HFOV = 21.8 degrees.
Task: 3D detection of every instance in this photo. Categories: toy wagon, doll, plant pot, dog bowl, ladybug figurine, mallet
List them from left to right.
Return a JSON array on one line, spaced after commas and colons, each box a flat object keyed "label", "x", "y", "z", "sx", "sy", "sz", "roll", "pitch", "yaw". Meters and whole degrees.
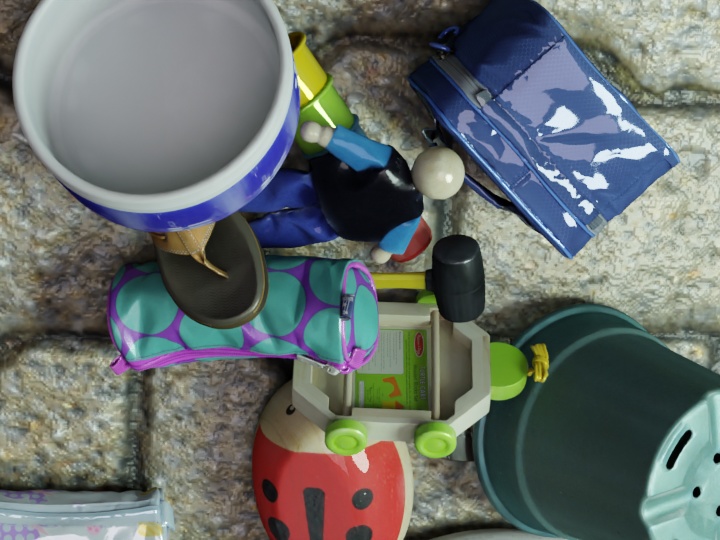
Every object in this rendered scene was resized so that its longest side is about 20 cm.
[{"label": "dog bowl", "x": -0.145, "y": -0.132, "z": 1.355, "sx": 0.199, "sy": 0.079, "sz": 0.201, "roll": -1, "pitch": 74, "yaw": 5}, {"label": "ladybug figurine", "x": -0.027, "y": 0.180, "z": 1.521, "sx": 0.135, "sy": 0.072, "sz": 0.200, "roll": 0, "pitch": 116, "yaw": 15}, {"label": "doll", "x": -0.016, "y": -0.060, "z": 1.418, "sx": 0.200, "sy": 0.049, "sz": 0.137, "roll": -8, "pitch": 127, "yaw": 24}, {"label": "mallet", "x": 0.000, "y": 0.000, "z": 1.470, "sx": 0.199, "sy": 0.041, "sz": 0.066, "roll": 5, "pitch": 128, "yaw": 3}, {"label": "toy wagon", "x": 0.047, "y": 0.080, "z": 1.468, "sx": 0.199, "sy": 0.155, "sz": 0.040, "roll": 2, "pitch": 136, "yaw": 0}, {"label": "plant pot", "x": 0.223, "y": 0.143, "z": 1.476, "sx": 0.200, "sy": 0.196, "sz": 0.201, "roll": -7, "pitch": 104, "yaw": -28}]

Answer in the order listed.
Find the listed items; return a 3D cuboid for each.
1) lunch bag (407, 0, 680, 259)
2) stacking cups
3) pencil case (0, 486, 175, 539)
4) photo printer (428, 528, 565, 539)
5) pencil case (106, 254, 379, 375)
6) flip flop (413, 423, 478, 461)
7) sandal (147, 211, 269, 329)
[{"label": "lunch bag", "x": 0.127, "y": -0.113, "z": 1.434, "sx": 0.132, "sy": 0.136, "sz": 0.200, "roll": -44, "pitch": 109, "yaw": 6}, {"label": "stacking cups", "x": -0.013, "y": -0.092, "z": 1.464, "sx": 0.060, "sy": 0.061, "sz": 0.200, "roll": -36, "pitch": 116, "yaw": 3}, {"label": "pencil case", "x": -0.252, "y": 0.213, "z": 1.503, "sx": 0.199, "sy": 0.083, "sz": 0.091, "roll": 3, "pitch": 125, "yaw": -12}, {"label": "photo printer", "x": 0.112, "y": 0.309, "z": 1.554, "sx": 0.166, "sy": 0.200, "sz": 0.070, "roll": -5, "pitch": 147, "yaw": -8}, {"label": "pencil case", "x": -0.091, "y": 0.036, "z": 1.440, "sx": 0.199, "sy": 0.085, "sz": 0.093, "roll": -1, "pitch": 67, "yaw": 14}, {"label": "flip flop", "x": 0.112, "y": 0.111, "z": 1.555, "sx": 0.200, "sy": 0.058, "sz": 0.081, "roll": 1, "pitch": 105, "yaw": -27}, {"label": "sandal", "x": -0.129, "y": -0.050, "z": 1.399, "sx": 0.082, "sy": 0.055, "sz": 0.201, "roll": -19, "pitch": 76, "yaw": 16}]
